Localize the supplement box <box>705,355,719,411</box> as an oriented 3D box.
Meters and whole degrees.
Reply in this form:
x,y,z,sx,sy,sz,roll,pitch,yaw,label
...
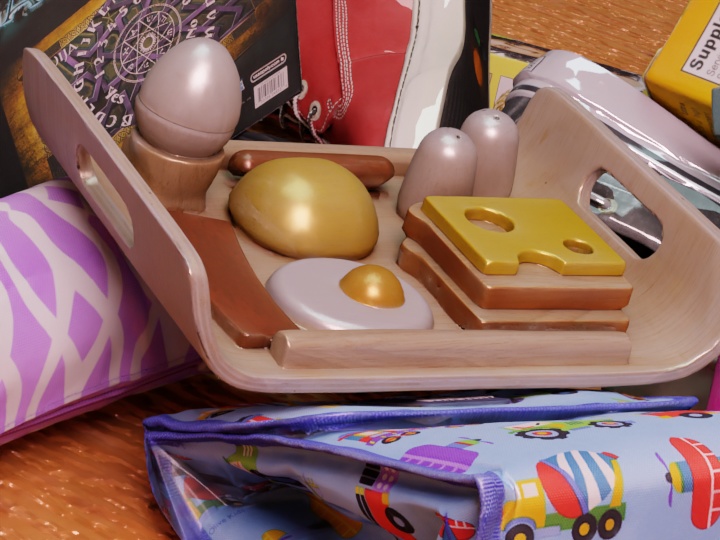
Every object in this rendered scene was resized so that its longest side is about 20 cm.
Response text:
x,y,z,sx,sy,sz,roll,pitch,yaw,label
0.188,0.072,0.780,0.103,0.102,0.200,0,23,-23,supplement box

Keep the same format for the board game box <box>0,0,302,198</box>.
x,y,z,sx,sy,sz,roll,pitch,yaw,label
-0.100,-0.070,0.885,0.028,0.136,0.200,32,52,32,board game box

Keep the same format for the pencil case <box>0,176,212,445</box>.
x,y,z,sx,sy,sz,roll,pitch,yaw,label
-0.100,0.018,0.839,0.200,0.084,0.086,-20,76,-50,pencil case

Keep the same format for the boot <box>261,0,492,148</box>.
x,y,z,sx,sy,sz,roll,pitch,yaw,label
-0.022,-0.061,1.070,0.143,0.073,0.201,-9,43,12,boot

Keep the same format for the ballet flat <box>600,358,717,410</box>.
x,y,z,sx,sy,sz,roll,pitch,yaw,label
0.182,0.037,0.916,0.199,0.070,0.070,4,22,-12,ballet flat

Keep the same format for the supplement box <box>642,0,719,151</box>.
x,y,z,sx,sy,sz,roll,pitch,yaw,label
0.222,-0.058,0.983,0.199,0.109,0.110,25,-15,26,supplement box

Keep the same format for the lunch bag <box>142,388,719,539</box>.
x,y,z,sx,sy,sz,roll,pitch,yaw,label
0.039,0.073,0.770,0.150,0.095,0.200,-4,12,-31,lunch bag

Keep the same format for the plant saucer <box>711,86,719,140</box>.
x,y,z,sx,sy,sz,roll,pitch,yaw,label
0.208,-0.004,0.922,0.199,0.019,0.070,33,-10,-16,plant saucer

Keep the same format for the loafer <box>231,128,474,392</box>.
x,y,z,sx,sy,sz,roll,pitch,yaw,label
0.000,0.000,0.950,0.200,0.068,0.070,22,4,41,loafer

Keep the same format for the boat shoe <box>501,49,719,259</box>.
x,y,z,sx,sy,sz,roll,pitch,yaw,label
0.130,0.000,0.987,0.199,0.071,0.072,32,-14,9,boat shoe

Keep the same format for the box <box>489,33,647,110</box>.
x,y,z,sx,sy,sz,roll,pitch,yaw,label
0.031,-0.083,1.168,0.199,0.050,0.075,17,12,21,box

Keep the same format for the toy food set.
x,y,z,sx,sy,sz,roll,pitch,yaw,label
0.009,-0.026,0.818,0.199,0.061,0.144,0,29,-29,toy food set
